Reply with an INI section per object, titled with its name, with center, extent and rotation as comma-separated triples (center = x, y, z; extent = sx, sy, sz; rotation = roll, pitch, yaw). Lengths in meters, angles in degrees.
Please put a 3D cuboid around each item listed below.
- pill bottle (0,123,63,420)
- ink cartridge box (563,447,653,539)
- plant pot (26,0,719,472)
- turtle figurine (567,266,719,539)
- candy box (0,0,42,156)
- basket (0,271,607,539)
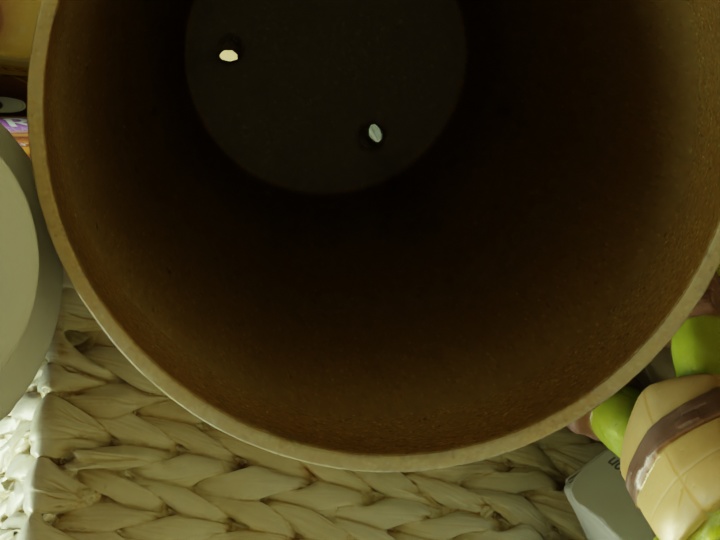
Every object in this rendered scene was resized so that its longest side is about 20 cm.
[pill bottle]
center = -0.141, 0.001, 0.787
extent = 0.112, 0.112, 0.200
rotation = 56, 168, -6
[ink cartridge box]
center = 0.160, 0.141, 0.888
extent = 0.146, 0.083, 0.200
rotation = 41, 162, 51
[plant pot]
center = -0.002, -0.057, 0.820
extent = 0.187, 0.186, 0.200
rotation = 58, 180, -12
[turtle figurine]
center = 0.099, 0.042, 0.803
extent = 0.064, 0.200, 0.161
rotation = 21, -148, -30
[candy box]
center = -0.123, -0.074, 0.891
extent = 0.200, 0.116, 0.057
rotation = 46, -131, -78
[basket]
center = -0.034, 0.080, 0.926
extent = 0.199, 0.124, 0.136
rotation = 16, 159, -18
